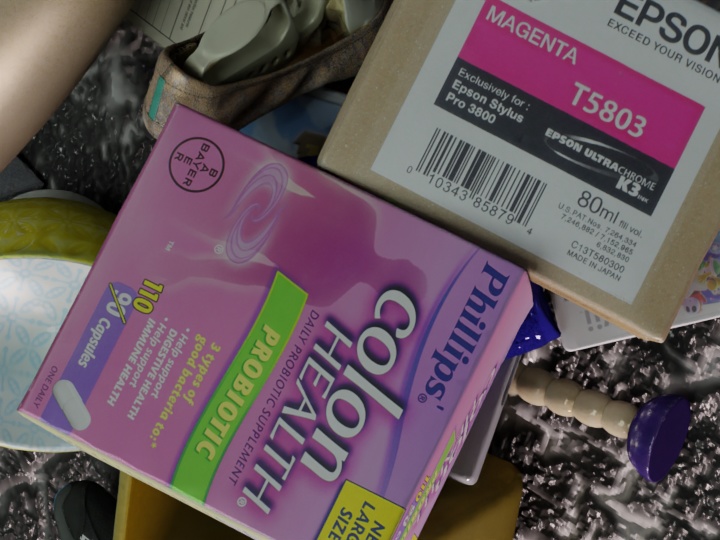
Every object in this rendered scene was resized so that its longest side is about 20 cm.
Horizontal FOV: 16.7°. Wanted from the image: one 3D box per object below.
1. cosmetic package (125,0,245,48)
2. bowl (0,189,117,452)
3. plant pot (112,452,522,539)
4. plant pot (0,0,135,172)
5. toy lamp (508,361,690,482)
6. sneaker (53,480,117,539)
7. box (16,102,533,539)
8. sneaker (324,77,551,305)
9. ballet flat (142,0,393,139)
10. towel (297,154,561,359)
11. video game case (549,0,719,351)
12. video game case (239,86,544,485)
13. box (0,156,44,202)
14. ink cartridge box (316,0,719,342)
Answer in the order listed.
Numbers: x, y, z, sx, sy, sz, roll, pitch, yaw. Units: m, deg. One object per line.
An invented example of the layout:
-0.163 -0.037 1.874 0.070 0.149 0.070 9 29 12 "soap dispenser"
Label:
-0.107 -0.202 1.448 0.200 0.087 0.104 39 122 21 "cosmetic package"
-0.198 0.014 1.548 0.200 0.200 0.108 -38 38 36 "bowl"
-0.008 0.173 1.416 0.195 0.200 0.195 22 115 30 "plant pot"
-0.200 -0.173 1.374 0.200 0.187 0.188 -34 83 25 "plant pot"
0.091 0.063 1.405 0.199 0.058 0.059 23 116 27 "toy lamp"
-0.115 0.200 1.593 0.200 0.073 0.082 44 108 11 "sneaker"
-0.040 0.043 1.236 0.199 0.097 0.177 26 83 10 "box"
0.032 -0.030 1.422 0.200 0.079 0.096 47 146 16 "sneaker"
-0.036 -0.132 1.344 0.068 0.200 0.067 35 143 27 "ballet flat"
-0.007 0.000 1.312 0.199 0.050 0.148 -21 75 4 "towel"
0.155 -0.070 1.300 0.142 0.018 0.201 -13 97 5 "video game case"
0.000 0.000 1.347 0.199 0.022 0.183 18 81 13 "video game case"
-0.326 -0.040 1.580 0.132 0.200 0.115 46 125 15 "box"
0.099 -0.079 1.245 0.199 0.075 0.165 26 90 0 "ink cartridge box"
